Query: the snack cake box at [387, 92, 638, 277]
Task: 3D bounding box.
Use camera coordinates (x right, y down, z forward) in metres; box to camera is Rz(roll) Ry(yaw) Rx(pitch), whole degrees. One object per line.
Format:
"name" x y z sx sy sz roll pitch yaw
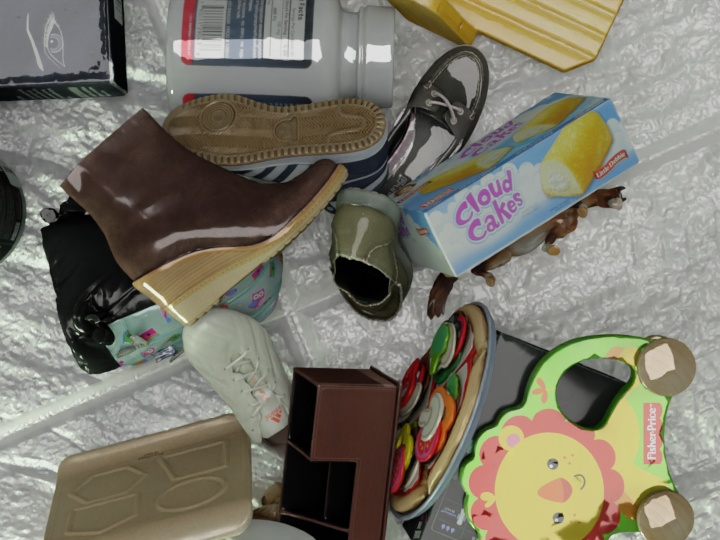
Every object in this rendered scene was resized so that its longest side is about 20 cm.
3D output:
"snack cake box" 0.129 -0.078 1.704 0.199 0.115 0.067 -32 108 -14

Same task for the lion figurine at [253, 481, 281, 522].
"lion figurine" -0.133 0.245 1.712 0.122 0.200 0.073 -23 83 34

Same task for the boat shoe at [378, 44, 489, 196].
"boat shoe" 0.055 -0.111 1.749 0.067 0.057 0.201 32 98 -4

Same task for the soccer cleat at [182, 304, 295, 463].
"soccer cleat" -0.092 0.101 1.699 0.069 0.200 0.078 -29 50 4

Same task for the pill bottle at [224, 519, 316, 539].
"pill bottle" -0.093 0.321 1.659 0.111 0.111 0.201 12 103 1

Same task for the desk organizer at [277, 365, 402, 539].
"desk organizer" -0.022 0.187 1.686 0.077 0.072 0.201 3 99 -22

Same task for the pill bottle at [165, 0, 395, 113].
"pill bottle" -0.069 -0.192 1.734 0.199 0.120 0.120 2 89 1

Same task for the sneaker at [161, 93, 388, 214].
"sneaker" -0.070 -0.099 1.704 0.199 0.109 0.071 0 65 10

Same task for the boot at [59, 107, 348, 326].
"boot" -0.129 -0.072 1.617 0.200 0.072 0.167 -39 91 -3

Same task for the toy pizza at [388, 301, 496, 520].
"toy pizza" 0.060 0.118 1.687 0.032 0.200 0.201 22 90 -13

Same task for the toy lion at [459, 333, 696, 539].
"toy lion" 0.178 0.153 1.611 0.190 0.069 0.202 1 92 -1

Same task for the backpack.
"backpack" -0.170 -0.003 1.719 0.199 0.127 0.168 -19 58 -2

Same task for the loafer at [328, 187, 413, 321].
"loafer" 0.000 0.000 1.693 0.075 0.200 0.070 12 66 13

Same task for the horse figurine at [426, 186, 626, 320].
"horse figurine" 0.141 -0.028 1.738 0.199 0.133 0.050 -27 101 14

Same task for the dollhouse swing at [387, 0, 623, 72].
"dollhouse swing" 0.141 -0.295 1.715 0.175 0.182 0.201 26 89 21

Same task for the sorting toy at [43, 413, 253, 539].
"sorting toy" -0.182 0.201 1.701 0.184 0.200 0.037 -15 111 1

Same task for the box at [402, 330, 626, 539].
"box" 0.132 0.165 1.708 0.124 0.149 0.201 21 90 -3

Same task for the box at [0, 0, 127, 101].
"box" -0.315 -0.255 1.739 0.199 0.117 0.198 -2 89 0

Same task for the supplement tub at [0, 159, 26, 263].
"supplement tub" -0.367 -0.056 1.696 0.122 0.200 0.123 0 89 0
